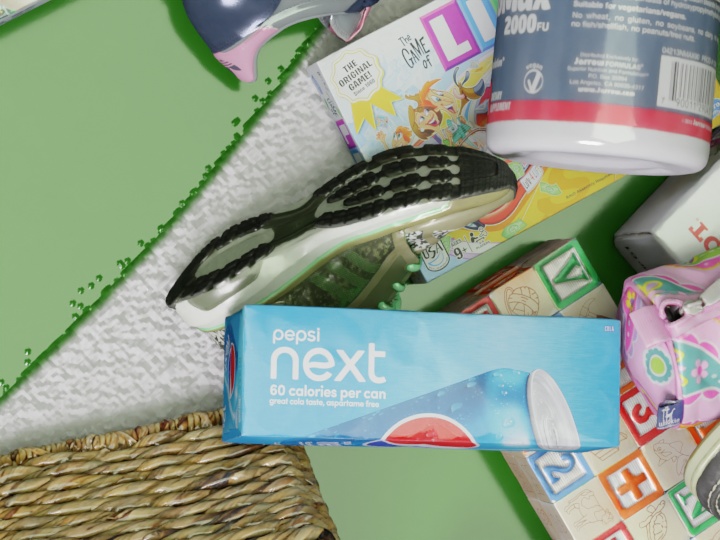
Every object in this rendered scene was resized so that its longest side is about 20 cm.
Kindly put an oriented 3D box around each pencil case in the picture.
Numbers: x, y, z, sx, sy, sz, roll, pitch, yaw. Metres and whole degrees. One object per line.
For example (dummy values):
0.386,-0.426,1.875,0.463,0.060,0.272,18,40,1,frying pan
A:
0.229,0.014,1.370,0.199,0.087,0.088,-18,92,-10,pencil case

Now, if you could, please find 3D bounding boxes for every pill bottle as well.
0.131,-0.156,1.387,0.119,0.120,0.202,6,87,-11,pill bottle

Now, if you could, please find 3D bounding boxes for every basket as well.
-0.109,0.179,1.392,0.198,0.149,0.144,-12,125,-11,basket

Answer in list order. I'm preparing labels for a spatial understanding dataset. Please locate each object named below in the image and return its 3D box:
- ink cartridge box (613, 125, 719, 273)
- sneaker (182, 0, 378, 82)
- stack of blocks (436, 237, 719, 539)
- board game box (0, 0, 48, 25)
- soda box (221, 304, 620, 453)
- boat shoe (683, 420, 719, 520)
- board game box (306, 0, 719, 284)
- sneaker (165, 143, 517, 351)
0.260,-0.035,1.462,0.200,0.085,0.145,-45,97,-7,ink cartridge box
-0.002,-0.172,1.431,0.199,0.070,0.083,-25,109,-7,sneaker
0.137,0.083,1.449,0.115,0.059,0.201,-32,95,-10,stack of blocks
-0.173,-0.219,1.393,0.199,0.064,0.148,-28,95,-11,board game box
0.031,0.057,1.362,0.198,0.064,0.068,2,84,-11,soda box
0.261,0.077,1.339,0.200,0.072,0.066,-29,55,5,boat shoe
0.088,-0.098,1.455,0.199,0.034,0.135,-28,94,-10,board game box
0.000,0.000,1.407,0.199,0.077,0.089,-23,116,17,sneaker
